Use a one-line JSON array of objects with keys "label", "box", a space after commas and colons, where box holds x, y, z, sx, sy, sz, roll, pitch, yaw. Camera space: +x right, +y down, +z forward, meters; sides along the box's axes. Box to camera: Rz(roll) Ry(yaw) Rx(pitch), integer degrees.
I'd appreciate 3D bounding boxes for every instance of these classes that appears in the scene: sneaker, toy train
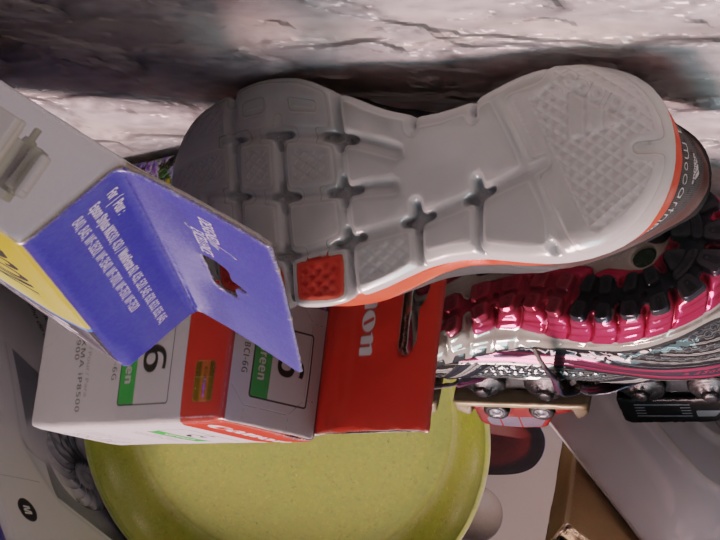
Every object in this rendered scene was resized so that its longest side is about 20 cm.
[{"label": "sneaker", "box": [0.026, -0.022, 0.645, 0.198, 0.078, 0.082, 1, 174, 34]}, {"label": "sneaker", "box": [0.061, 0.018, 0.749, 0.198, 0.081, 0.075, 0, 147, 35]}, {"label": "toy train", "box": [0.066, 0.044, 0.804, 0.198, 0.034, 0.046, -1, 147, 22]}]

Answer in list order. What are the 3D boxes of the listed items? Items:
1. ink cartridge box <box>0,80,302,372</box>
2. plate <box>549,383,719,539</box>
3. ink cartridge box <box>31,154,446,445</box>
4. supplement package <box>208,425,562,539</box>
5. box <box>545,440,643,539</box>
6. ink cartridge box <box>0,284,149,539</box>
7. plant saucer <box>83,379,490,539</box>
[{"label": "ink cartridge box", "box": [-0.114, -0.023, 0.601, 0.199, 0.047, 0.198, 35, 170, 8]}, {"label": "plate", "box": [0.153, 0.075, 0.892, 0.199, 0.032, 0.200, 20, -155, -43]}, {"label": "ink cartridge box", "box": [-0.050, 0.009, 0.743, 0.050, 0.110, 0.199, 16, 165, -38]}, {"label": "supplement package", "box": [0.025, 0.126, 1.048, 0.198, 0.193, 0.147, 7, 169, 2]}, {"label": "box", "box": [0.156, 0.129, 0.852, 0.163, 0.021, 0.200, 37, -163, -2]}, {"label": "ink cartridge box", "box": [-0.160, 0.082, 1.000, 0.040, 0.201, 0.200, -37, 151, 16]}, {"label": "plant saucer", "box": [-0.035, 0.075, 0.929, 0.198, 0.202, 0.031, 6, -159, 4]}]
